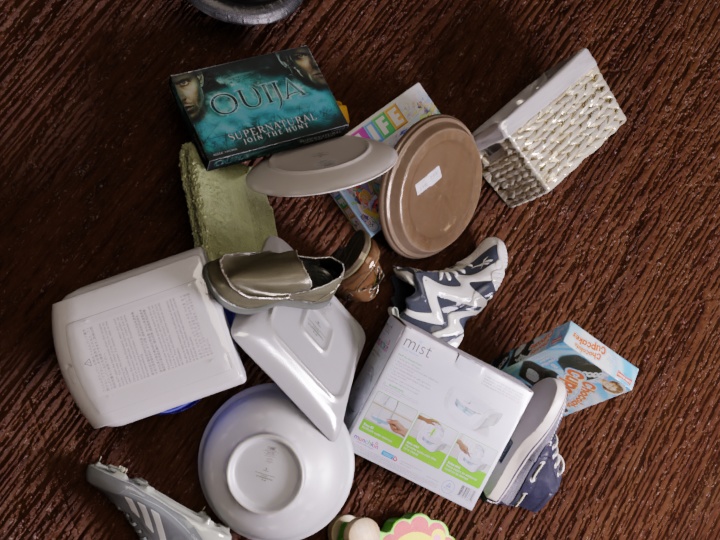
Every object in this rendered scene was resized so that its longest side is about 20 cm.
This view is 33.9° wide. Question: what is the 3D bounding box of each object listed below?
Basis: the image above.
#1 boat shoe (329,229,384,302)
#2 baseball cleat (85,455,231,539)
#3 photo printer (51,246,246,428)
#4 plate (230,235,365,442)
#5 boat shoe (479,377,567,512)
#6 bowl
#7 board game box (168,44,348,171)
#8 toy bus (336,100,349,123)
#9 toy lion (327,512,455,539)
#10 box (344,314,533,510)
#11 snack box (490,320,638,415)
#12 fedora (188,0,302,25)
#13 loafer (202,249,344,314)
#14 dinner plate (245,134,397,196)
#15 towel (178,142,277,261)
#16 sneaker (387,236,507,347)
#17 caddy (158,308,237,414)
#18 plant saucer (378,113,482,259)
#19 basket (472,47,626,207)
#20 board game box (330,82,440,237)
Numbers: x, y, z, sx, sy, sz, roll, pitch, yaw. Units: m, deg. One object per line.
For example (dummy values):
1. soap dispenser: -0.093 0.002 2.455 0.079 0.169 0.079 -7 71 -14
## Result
1. boat shoe: 0.000 0.000 1.509 0.068 0.200 0.072 33 79 -8
2. baseball cleat: -0.256 0.311 1.424 0.199 0.070 0.107 29 81 -7
3. photo printer: -0.250 0.083 1.364 0.198 0.069 0.168 -20 92 -2
4. plate: -0.063 0.076 1.456 0.200 0.032 0.201 49 32 -23
5. boat shoe: 0.242 0.237 1.589 0.092 0.075 0.201 21 115 -21
6. bowl: -0.109 0.241 1.439 0.199 0.090 0.204 0 91 4
7. board game box: -0.131 -0.211 1.516 0.198 0.028 0.136 -18 69 -25
8. toy bus: -0.119 -0.204 1.579 0.198 0.065 0.079 -11 81 -22
9. toy lion: 0.039 0.408 1.525 0.190 0.069 0.202 23 72 -23
10. box: 0.092 0.182 1.536 0.199 0.097 0.178 27 91 -13
11. snack box: 0.265 0.139 1.583 0.116 0.200 0.037 34 60 -11
12. fedora: -0.171 -0.403 1.583 0.198 0.092 0.203 4 78 -20
13. loafer: -0.096 0.002 1.372 0.199 0.070 0.076 -1 57 -48
14. dinner plate: -0.051 -0.140 1.509 0.199 0.200 0.024 -21 117 -23
15. towel: -0.162 -0.061 1.489 0.148 0.036 0.202 20 47 -49
16. sneaker: 0.109 0.010 1.614 0.129 0.079 0.200 40 79 -18
17. caddy: -0.229 0.083 1.456 0.141 0.105 0.201 34 87 -3
18. plant saucer: 0.101 -0.110 1.603 0.199 0.029 0.202 -21 120 -40
19. basket: 0.264 -0.199 1.686 0.200 0.135 0.124 -41 97 -22
20. board game box: 0.043 -0.152 1.646 0.200 0.034 0.135 -38 94 -23
